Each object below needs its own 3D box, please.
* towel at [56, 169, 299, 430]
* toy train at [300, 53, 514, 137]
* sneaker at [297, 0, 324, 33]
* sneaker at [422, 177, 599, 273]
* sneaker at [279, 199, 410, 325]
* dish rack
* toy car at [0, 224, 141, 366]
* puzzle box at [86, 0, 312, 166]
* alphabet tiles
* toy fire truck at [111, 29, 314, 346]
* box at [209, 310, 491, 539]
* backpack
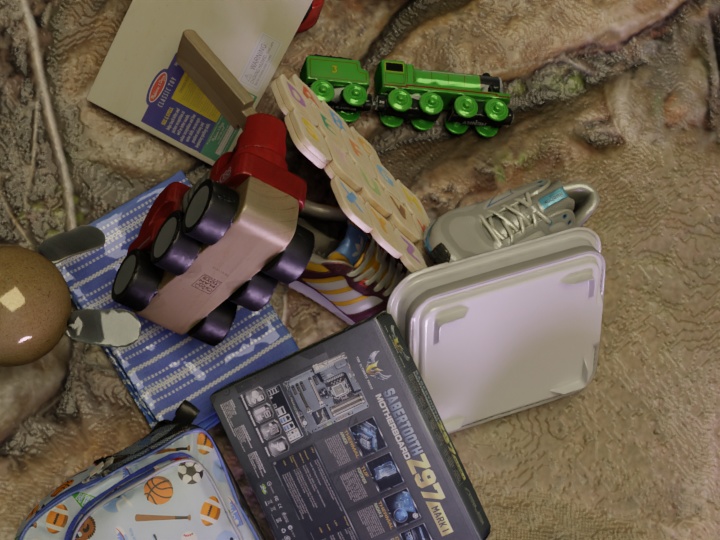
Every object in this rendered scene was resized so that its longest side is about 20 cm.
[{"bbox_3d":[-0.153,0.031,1.560,0.145,0.024,0.200,-32,85,-22],"label":"towel"},{"bbox_3d":[0.040,-0.157,1.660,0.199,0.042,0.057,4,63,-14],"label":"toy train"},{"bbox_3d":[-0.071,-0.293,1.592,0.071,0.098,0.201,6,111,15],"label":"sneaker"},{"bbox_3d":[0.132,-0.043,1.584,0.200,0.087,0.075,-20,73,-49],"label":"sneaker"},{"bbox_3d":[0.000,0.000,1.575,0.199,0.090,0.075,23,70,-8],"label":"sneaker"},{"bbox_3d":[0.119,0.060,1.556,0.199,0.172,0.044,-16,38,-20],"label":"dish rack"},{"bbox_3d":[-0.279,0.037,1.445,0.199,0.158,0.165,-20,71,-15],"label":"toy car"},{"bbox_3d":[-0.131,-0.193,1.554,0.133,0.200,0.025,28,30,-7],"label":"puzzle box"},{"bbox_3d":[0.001,-0.079,1.550,0.015,0.196,0.200,-39,129,14],"label":"alphabet tiles"},{"bbox_3d":[-0.123,-0.071,1.502,0.128,0.176,0.200,26,49,-23],"label":"toy fire truck"},{"bbox_3d":[-0.008,0.154,1.498,0.157,0.051,0.200,-26,90,15],"label":"box"},{"bbox_3d":[-0.168,0.228,1.434,0.190,0.154,0.200,-27,88,-5],"label":"backpack"}]
